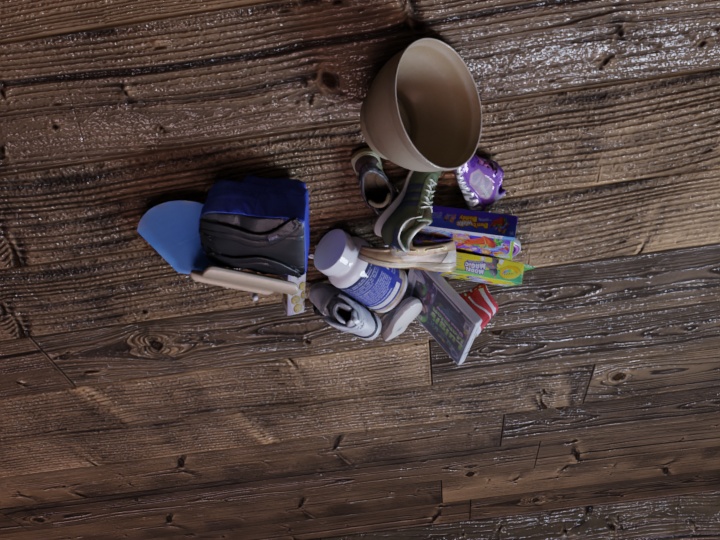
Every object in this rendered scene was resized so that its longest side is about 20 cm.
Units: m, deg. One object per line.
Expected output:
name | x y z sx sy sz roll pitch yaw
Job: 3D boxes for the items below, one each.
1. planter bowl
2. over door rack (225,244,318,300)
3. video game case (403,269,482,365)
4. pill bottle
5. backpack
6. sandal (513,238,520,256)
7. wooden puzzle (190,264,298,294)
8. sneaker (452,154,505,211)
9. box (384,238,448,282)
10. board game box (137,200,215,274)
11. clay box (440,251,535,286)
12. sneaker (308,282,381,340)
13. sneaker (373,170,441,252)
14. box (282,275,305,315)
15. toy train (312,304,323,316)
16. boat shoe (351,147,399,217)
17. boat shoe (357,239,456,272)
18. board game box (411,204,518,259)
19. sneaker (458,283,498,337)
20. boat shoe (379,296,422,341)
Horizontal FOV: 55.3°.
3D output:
planter bowl | 0.083 -0.250 1.106 0.198 0.204 0.134 27 159 -35
over door rack | -0.187 0.001 1.471 0.196 0.068 0.149 7 141 -16
video game case | 0.167 0.085 1.465 0.023 0.200 0.183 -31 155 -23
pill bottle | 0.000 0.000 1.452 0.115 0.117 0.199 -30 137 28
backpack | -0.194 -0.087 1.274 0.196 0.170 0.164 2 133 -1
sandal | 0.255 -0.052 1.472 0.199 0.050 0.083 4 141 -12
wooden puzzle | -0.230 0.015 1.344 0.182 0.038 0.199 12 173 -21
sneaker | 0.220 -0.184 1.285 0.087 0.082 0.200 -23 145 13
box | 0.125 -0.027 1.490 0.041 0.039 0.199 -11 146 37
board game box | -0.338 -0.076 1.369 0.156 0.039 0.201 -20 134 17
clay box | 0.256 -0.001 1.442 0.196 0.049 0.115 10 175 -4
sneaker | -0.051 0.075 1.480 0.076 0.199 0.115 -58 150 0
sneaker | 0.112 -0.123 1.275 0.067 0.090 0.201 19 111 -50
box | -0.139 0.024 1.429 0.041 0.039 0.201 -13 148 -16
toy train | -0.015 0.078 1.607 0.196 0.046 0.034 -8 143 2
boat shoe | 0.033 -0.145 1.313 0.072 0.066 0.201 -19 141 14
boat shoe | 0.093 -0.042 1.352 0.196 0.074 0.071 5 102 2
board game box | 0.207 -0.076 1.359 0.196 0.046 0.135 8 164 13
sneaker | 0.213 0.066 1.525 0.112 0.199 0.072 -39 137 -23
boat shoe | 0.083 0.094 1.545 0.071 0.069 0.201 -26 164 -17
